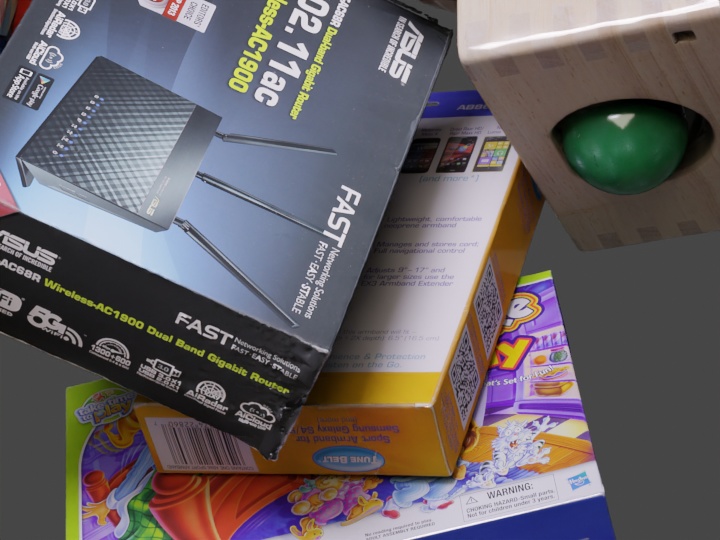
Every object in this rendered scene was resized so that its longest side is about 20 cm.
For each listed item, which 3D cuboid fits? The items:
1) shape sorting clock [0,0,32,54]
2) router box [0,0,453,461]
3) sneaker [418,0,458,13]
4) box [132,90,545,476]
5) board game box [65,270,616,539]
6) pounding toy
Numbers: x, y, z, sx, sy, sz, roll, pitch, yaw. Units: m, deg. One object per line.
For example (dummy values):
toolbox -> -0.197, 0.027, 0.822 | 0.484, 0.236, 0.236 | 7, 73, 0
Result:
shape sorting clock -> -0.146, -0.084, 1.090 | 0.039, 0.200, 0.201 | 13, 65, 2
router box -> -0.063, -0.044, 1.002 | 0.149, 0.062, 0.200 | 25, 43, -4
sneaker -> 0.018, -0.132, 1.092 | 0.075, 0.200, 0.071 | -5, 88, 19
box -> 0.000, 0.000, 1.063 | 0.119, 0.042, 0.200 | -1, 37, 21
board game box -> -0.011, 0.079, 1.035 | 0.199, 0.045, 0.135 | -14, 37, 4
pounding toy -> 0.132, -0.095, 1.062 | 0.142, 0.184, 0.201 | -10, 60, 19
